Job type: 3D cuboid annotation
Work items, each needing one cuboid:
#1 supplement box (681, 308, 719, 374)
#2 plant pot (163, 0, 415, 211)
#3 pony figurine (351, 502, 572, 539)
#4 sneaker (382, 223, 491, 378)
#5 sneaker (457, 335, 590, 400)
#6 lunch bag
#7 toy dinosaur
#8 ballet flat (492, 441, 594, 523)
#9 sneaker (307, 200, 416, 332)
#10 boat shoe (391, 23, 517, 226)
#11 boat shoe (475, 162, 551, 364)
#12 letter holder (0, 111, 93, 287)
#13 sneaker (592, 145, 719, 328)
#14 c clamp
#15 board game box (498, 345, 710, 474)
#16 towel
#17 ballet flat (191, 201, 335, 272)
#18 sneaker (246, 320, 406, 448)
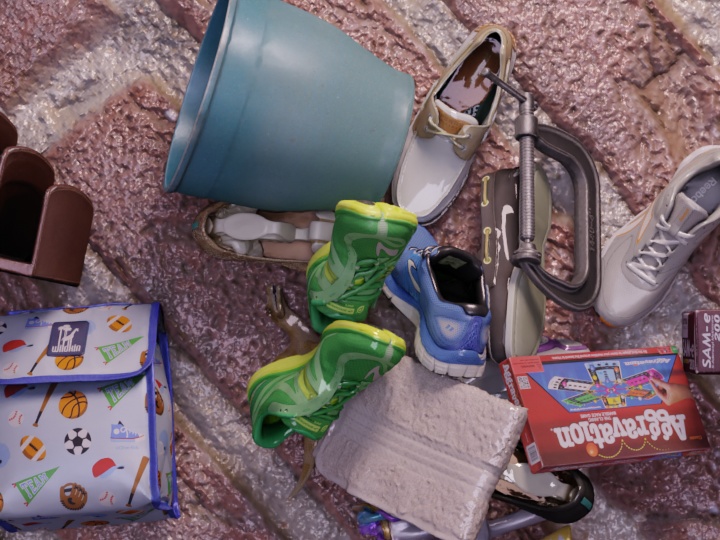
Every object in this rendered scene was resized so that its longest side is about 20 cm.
[{"bbox_3d":[0.395,0.063,1.718,0.200,0.109,0.061,0,88,4],"label":"supplement box"},{"bbox_3d":[-0.059,-0.138,1.720,0.188,0.200,0.200,17,88,-12],"label":"plant pot"},{"bbox_3d":[0.093,0.269,1.720,0.200,0.167,0.193,-7,55,6],"label":"pony figurine"},{"bbox_3d":[0.075,0.009,1.696,0.079,0.200,0.089,6,120,-24],"label":"sneaker"},{"bbox_3d":[0.120,0.119,1.759,0.200,0.075,0.100,-18,101,6],"label":"sneaker"},{"bbox_3d":[-0.258,0.129,1.749,0.170,0.124,0.200,-4,73,3],"label":"lunch bag"},{"bbox_3d":[-0.037,0.107,1.777,0.101,0.058,0.200,-13,80,17],"label":"toy dinosaur"},{"bbox_3d":[0.112,0.165,1.681,0.200,0.068,0.068,18,81,9],"label":"ballet flat"},{"bbox_3d":[0.000,0.000,1.664,0.074,0.200,0.084,9,65,-10],"label":"sneaker"},{"bbox_3d":[0.083,-0.137,1.764,0.075,0.068,0.200,23,89,4],"label":"boat shoe"},{"bbox_3d":[0.132,-0.002,1.735,0.061,0.072,0.201,-5,61,25],"label":"boat shoe"},{"bbox_3d":[-0.304,-0.068,1.717,0.101,0.200,0.142,13,88,4],"label":"letter holder"},{"bbox_3d":[0.278,-0.036,1.737,0.076,0.092,0.200,36,90,5],"label":"sneaker"},{"bbox_3d":[0.163,-0.065,1.718,0.027,0.171,0.200,-17,67,38],"label":"c clamp"},{"bbox_3d":[0.219,0.122,1.698,0.200,0.019,0.103,-2,68,-35],"label":"board game box"},{"bbox_3d":[0.047,0.147,1.658,0.200,0.034,0.133,21,87,43],"label":"towel"},{"bbox_3d":[-0.059,-0.032,1.769,0.200,0.065,0.071,0,85,3],"label":"ballet flat"},{"bbox_3d":[-0.028,0.105,1.670,0.074,0.200,0.084,22,54,-29],"label":"sneaker"}]
